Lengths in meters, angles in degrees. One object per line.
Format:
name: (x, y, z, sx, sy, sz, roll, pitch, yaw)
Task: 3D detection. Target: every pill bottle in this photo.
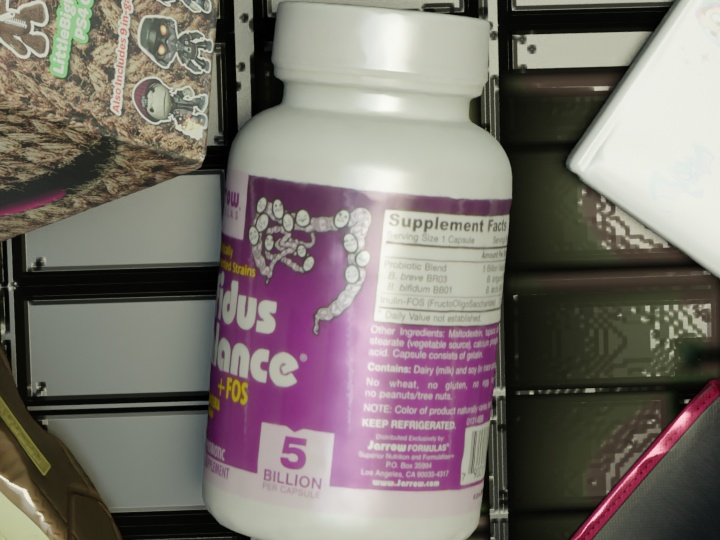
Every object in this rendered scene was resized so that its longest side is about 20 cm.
pill bottle: (0.000, 0.000, 0.908, 0.112, 0.112, 0.201, 5, 94, -2)

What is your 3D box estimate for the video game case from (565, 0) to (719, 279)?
video game case: (0.212, -0.072, 0.953, 0.182, 0.024, 0.200, 34, 93, -4)

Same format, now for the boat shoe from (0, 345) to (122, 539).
boat shoe: (-0.176, 0.060, 0.934, 0.076, 0.072, 0.201, -30, 94, 17)

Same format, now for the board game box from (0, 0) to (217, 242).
board game box: (-0.174, -0.089, 0.820, 0.199, 0.159, 0.097, 17, 68, -37)

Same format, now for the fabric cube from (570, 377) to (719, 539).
fabric cube: (0.161, 0.187, 0.889, 0.199, 0.196, 0.200, 41, 92, -5)
